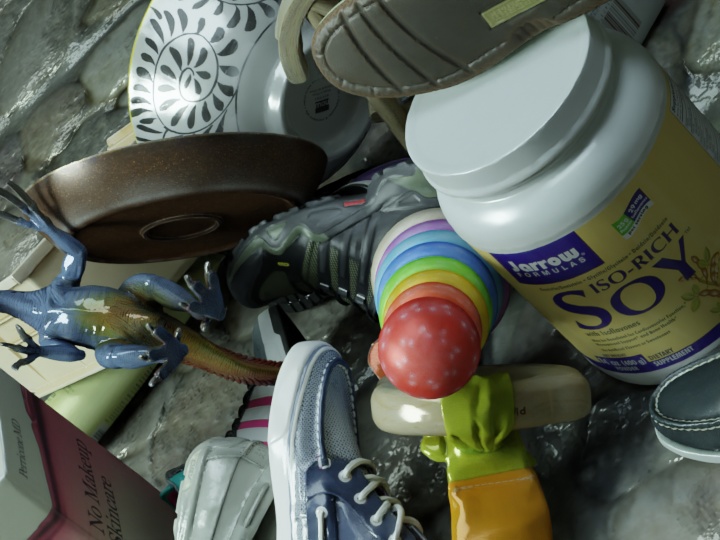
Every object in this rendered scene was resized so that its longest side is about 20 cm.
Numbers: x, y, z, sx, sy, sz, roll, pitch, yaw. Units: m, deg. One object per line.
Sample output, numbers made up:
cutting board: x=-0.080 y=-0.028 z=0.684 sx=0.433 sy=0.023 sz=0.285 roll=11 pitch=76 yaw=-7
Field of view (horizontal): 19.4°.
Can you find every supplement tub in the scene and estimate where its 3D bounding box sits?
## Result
supplement tub: x=0.133 y=-0.044 z=1.185 sx=0.145 sy=0.200 sz=0.145 roll=-29 pitch=38 yaw=26

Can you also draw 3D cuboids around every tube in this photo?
tube: x=-0.172 y=0.062 z=1.557 sx=0.058 sy=0.052 sz=0.200 roll=36 pitch=82 yaw=34

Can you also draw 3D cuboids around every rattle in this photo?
rattle: x=0.063 y=0.113 z=1.259 sx=0.130 sy=0.143 sz=0.200 roll=-25 pitch=9 yaw=-24

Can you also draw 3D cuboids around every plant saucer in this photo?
plant saucer: x=-0.117 y=-0.041 z=1.356 sx=0.200 sy=0.200 sz=0.034 roll=-19 pitch=73 yaw=36

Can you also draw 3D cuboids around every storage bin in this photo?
storage bin: x=-0.187 y=-0.018 z=1.543 sx=0.200 sy=0.094 sz=0.199 roll=-52 pitch=13 yaw=-25

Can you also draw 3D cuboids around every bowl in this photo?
bowl: x=-0.049 y=-0.126 z=1.428 sx=0.094 sy=0.201 sz=0.201 roll=23 pitch=74 yaw=44

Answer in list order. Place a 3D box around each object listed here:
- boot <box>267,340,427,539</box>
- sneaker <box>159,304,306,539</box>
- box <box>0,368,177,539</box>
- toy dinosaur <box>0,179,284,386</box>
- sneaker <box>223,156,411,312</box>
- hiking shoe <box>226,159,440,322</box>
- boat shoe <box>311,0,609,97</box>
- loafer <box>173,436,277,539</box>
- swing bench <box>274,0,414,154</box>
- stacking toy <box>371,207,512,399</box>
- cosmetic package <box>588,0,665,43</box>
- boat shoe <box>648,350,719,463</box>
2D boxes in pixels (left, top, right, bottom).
boot: x=0.001 y=0.139 z=1.221 sx=0.090 sy=0.073 sz=0.200 roll=-3 pitch=83 yaw=30
sneaker: x=-0.073 y=0.117 z=1.365 sx=0.121 sy=0.084 sz=0.200 roll=-29 pitch=38 yaw=10
box: x=-0.199 y=0.173 z=1.335 sx=0.109 sy=0.200 sz=0.128 roll=-39 pitch=35 yaw=11
toy dinosaur: x=-0.174 y=0.043 z=1.312 sx=0.181 sy=0.200 sz=0.105 roll=-5 pitch=51 yaw=42
sneaker: x=-0.011 y=-0.029 z=1.469 sx=0.200 sy=0.076 sz=0.088 roll=-16 pitch=15 yaw=49
hiking shoe: x=0.000 y=0.000 z=1.337 sx=0.200 sy=0.076 sz=0.101 roll=-24 pitch=80 yaw=33
boat shoe: x=0.068 y=-0.153 z=1.140 sx=0.200 sy=0.072 sz=0.076 roll=-17 pitch=29 yaw=27
loafer: x=-0.079 y=0.200 z=1.256 sx=0.070 sy=0.070 sz=0.200 roll=8 pitch=92 yaw=19
swing bench: x=0.019 y=-0.203 z=1.346 sx=0.130 sy=0.200 sz=0.199 roll=-32 pitch=44 yaw=33
stacking toy: x=0.044 y=0.022 z=1.176 sx=0.085 sy=0.085 sz=0.200 roll=-41 pitch=7 yaw=10
cosmetic package: x=0.104 y=-0.171 z=1.462 sx=0.200 sy=0.074 sz=0.102 roll=10 pitch=64 yaw=51
boat shoe: x=0.230 y=0.051 z=1.108 sx=0.200 sy=0.060 sz=0.076 roll=-18 pitch=44 yaw=37
